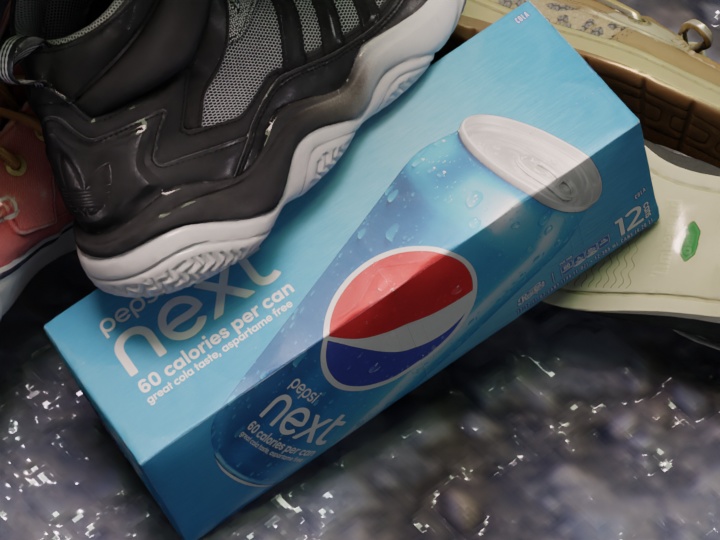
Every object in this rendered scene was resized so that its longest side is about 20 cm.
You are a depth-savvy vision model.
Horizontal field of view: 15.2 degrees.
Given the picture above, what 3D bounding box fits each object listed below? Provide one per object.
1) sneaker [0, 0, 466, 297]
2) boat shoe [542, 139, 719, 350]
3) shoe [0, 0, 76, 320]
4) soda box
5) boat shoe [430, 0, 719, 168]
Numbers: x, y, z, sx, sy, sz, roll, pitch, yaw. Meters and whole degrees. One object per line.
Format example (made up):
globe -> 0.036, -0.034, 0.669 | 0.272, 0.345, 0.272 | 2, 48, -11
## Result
sneaker -> -0.040, -0.092, 0.881 | 0.075, 0.114, 0.200 | 3, 43, 42
boat shoe -> 0.107, -0.007, 0.962 | 0.199, 0.068, 0.072 | 16, 78, 26
shoe -> -0.122, -0.046, 0.907 | 0.071, 0.091, 0.200 | 22, 27, 22
soda box -> 0.000, 0.000, 0.908 | 0.200, 0.064, 0.068 | -35, 58, -7
boat shoe -> 0.080, -0.082, 1.008 | 0.199, 0.073, 0.063 | 25, 56, 17
